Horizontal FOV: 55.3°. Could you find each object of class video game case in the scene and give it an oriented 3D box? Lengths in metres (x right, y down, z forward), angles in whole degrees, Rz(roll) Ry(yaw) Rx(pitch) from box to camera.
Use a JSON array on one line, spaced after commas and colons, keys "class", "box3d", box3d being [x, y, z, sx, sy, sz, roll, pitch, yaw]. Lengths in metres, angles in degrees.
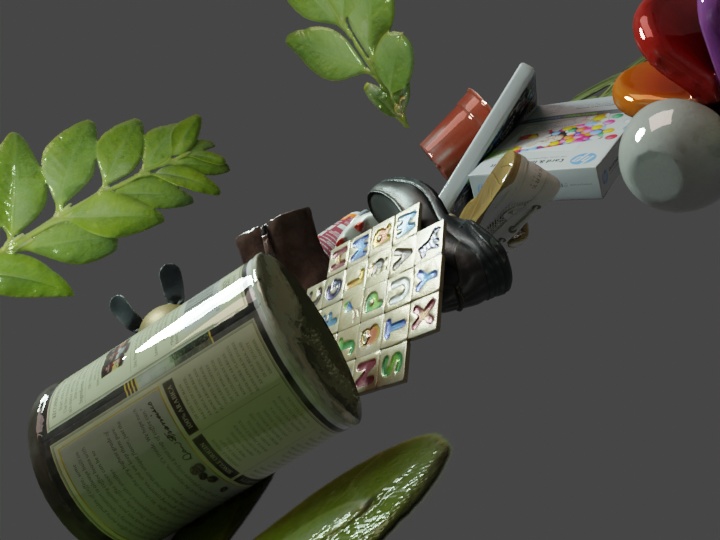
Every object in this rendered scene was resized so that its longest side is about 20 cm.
[{"class": "video game case", "box3d": [0.167, -0.144, 0.889, 0.201, 0.023, 0.182, -58, -17, 2]}]

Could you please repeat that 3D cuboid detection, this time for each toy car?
[{"class": "toy car", "box3d": [-0.257, 0.101, 0.963, 0.163, 0.201, 0.158, -33, 6, -9]}, {"class": "toy car", "box3d": [0.264, -0.146, 0.472, 0.174, 0.151, 0.199, -36, 7, -32]}]

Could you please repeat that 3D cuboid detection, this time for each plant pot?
[{"class": "plant pot", "box3d": [0.277, -0.341, 1.835, 0.195, 0.201, 0.201, -40, 5, 9]}]

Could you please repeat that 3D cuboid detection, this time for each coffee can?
[{"class": "coffee can", "box3d": [-0.119, 0.101, 0.520, 0.199, 0.147, 0.146, -31, 6, 7]}]

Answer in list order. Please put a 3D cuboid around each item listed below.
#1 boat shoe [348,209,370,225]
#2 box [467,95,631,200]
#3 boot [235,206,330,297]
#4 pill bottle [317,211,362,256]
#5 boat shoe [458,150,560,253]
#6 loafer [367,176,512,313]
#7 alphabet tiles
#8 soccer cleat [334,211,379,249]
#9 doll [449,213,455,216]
[{"class": "boat shoe", "box3d": [0.004, 0.009, 1.011, 0.071, 0.091, 0.201, -36, -20, -37]}, {"class": "box", "box3d": [0.239, -0.144, 0.800, 0.155, 0.041, 0.200, 3, 36, 42]}, {"class": "boot", "box3d": [-0.103, 0.042, 0.765, 0.199, 0.168, 0.072, -26, -5, 21]}, {"class": "pill bottle", "box3d": [-0.056, -0.014, 1.264, 0.199, 0.110, 0.109, -35, 7, -25]}, {"class": "boat shoe", "box3d": [0.143, -0.044, 0.721, 0.200, 0.069, 0.071, 121, 170, -64]}, {"class": "loafer", "box3d": [0.052, -0.030, 0.639, 0.072, 0.073, 0.200, -27, 36, -16]}, {"class": "alphabet tiles", "box3d": [0.003, 0.033, 0.614, 0.199, 0.006, 0.168, -26, 47, 46]}, {"class": "soccer cleat", "box3d": [0.000, 0.000, 0.822, 0.077, 0.069, 0.201, -32, -23, -45]}, {"class": "doll", "box3d": [0.064, -0.008, 0.774, 0.137, 0.048, 0.200, -57, 2, 20]}]
